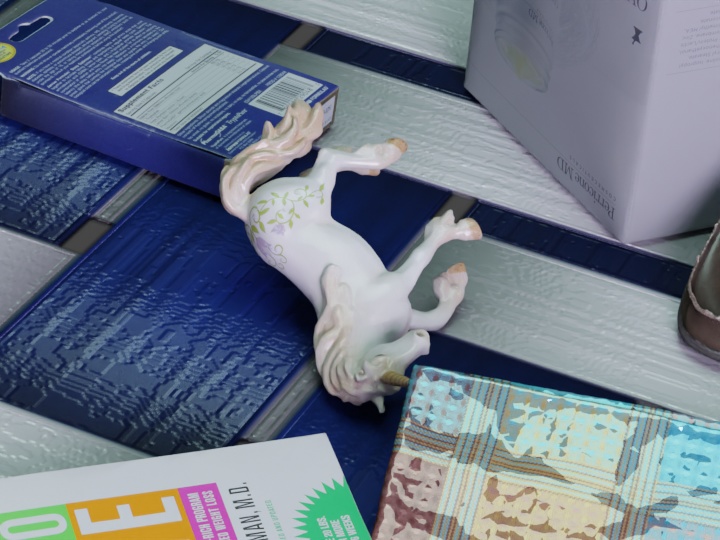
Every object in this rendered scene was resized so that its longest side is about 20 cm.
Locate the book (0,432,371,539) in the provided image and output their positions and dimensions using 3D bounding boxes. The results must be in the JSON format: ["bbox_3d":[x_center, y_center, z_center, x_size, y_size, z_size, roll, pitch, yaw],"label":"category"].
[{"bbox_3d":[-0.092,0.146,1.270,0.199,0.048,0.134,-8,41,-17],"label":"book"}]

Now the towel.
[{"bbox_3d":[0.107,0.121,1.332,0.199,0.022,0.147,11,54,6],"label":"towel"}]

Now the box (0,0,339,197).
[{"bbox_3d":[-0.128,-0.107,1.680,0.199,0.033,0.121,22,35,20],"label":"box"}]

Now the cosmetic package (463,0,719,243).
[{"bbox_3d":[0.165,-0.157,1.658,0.122,0.201,0.199,-13,37,-24],"label":"cosmetic package"}]

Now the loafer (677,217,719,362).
[{"bbox_3d":[0.233,-0.031,1.563,0.073,0.071,0.200,18,52,19],"label":"loafer"}]

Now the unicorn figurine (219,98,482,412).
[{"bbox_3d":[0.000,0.000,1.497,0.200,0.074,0.137,36,51,27],"label":"unicorn figurine"}]
